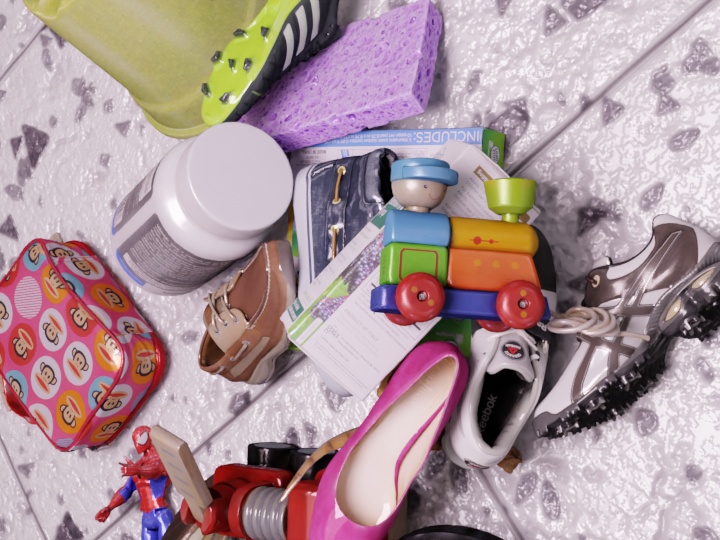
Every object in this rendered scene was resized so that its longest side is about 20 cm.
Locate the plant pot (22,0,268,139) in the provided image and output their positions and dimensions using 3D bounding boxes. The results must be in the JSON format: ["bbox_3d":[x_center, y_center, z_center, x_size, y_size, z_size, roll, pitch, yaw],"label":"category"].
[{"bbox_3d":[-0.194,-0.246,1.075,0.200,0.184,0.201,-16,62,34],"label":"plant pot"}]

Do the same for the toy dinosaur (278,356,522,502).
[{"bbox_3d":[0.034,0.127,0.966,0.106,0.199,0.061,-95,7,-50],"label":"toy dinosaur"}]

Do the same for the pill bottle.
[{"bbox_3d":[-0.143,-0.053,1.064,0.200,0.113,0.114,-28,71,58],"label":"pill bottle"}]

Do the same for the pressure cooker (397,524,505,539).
[{"bbox_3d":[0.070,0.295,0.912,0.175,0.200,0.179,22,122,11],"label":"pressure cooker"}]

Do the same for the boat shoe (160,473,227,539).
[{"bbox_3d":[-0.156,0.284,1.104,0.200,0.076,0.072,-59,15,-25],"label":"boat shoe"}]

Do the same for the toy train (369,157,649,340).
[{"bbox_3d":[0.111,-0.014,0.852,0.199,0.085,0.116,4,85,-7],"label":"toy train"}]

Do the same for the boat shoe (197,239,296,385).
[{"bbox_3d":[-0.102,0.043,1.047,0.200,0.072,0.076,113,153,-51],"label":"boat shoe"}]

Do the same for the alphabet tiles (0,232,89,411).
[{"bbox_3d":[-0.342,0.063,1.300,0.200,0.006,0.167,-36,70,27],"label":"alphabet tiles"}]

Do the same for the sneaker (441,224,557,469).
[{"bbox_3d":[0.119,0.056,0.921,0.074,0.089,0.201,13,80,-7],"label":"sneaker"}]

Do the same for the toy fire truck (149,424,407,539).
[{"bbox_3d":[-0.077,0.190,1.003,0.176,0.200,0.129,2,90,34],"label":"toy fire truck"}]

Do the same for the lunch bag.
[{"bbox_3d":[-0.305,0.085,1.223,0.200,0.082,0.176,49,114,24],"label":"lunch bag"}]

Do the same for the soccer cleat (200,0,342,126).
[{"bbox_3d":[-0.064,-0.200,1.034,0.067,0.081,0.200,30,87,46],"label":"soccer cleat"}]

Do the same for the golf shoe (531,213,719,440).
[{"bbox_3d":[0.195,0.044,0.906,0.200,0.078,0.095,-45,62,13],"label":"golf shoe"}]

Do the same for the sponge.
[{"bbox_3d":[-0.024,-0.165,1.053,0.200,0.030,0.112,-11,53,33],"label":"sponge"}]

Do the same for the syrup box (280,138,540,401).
[{"bbox_3d":[0.036,-0.004,0.921,0.081,0.079,0.200,42,91,-13],"label":"syrup box"}]

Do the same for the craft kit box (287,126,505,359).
[{"bbox_3d":[0.025,-0.022,1.037,0.199,0.048,0.198,4,88,34],"label":"craft kit box"}]

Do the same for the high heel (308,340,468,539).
[{"bbox_3d":[0.020,0.144,0.893,0.067,0.096,0.200,34,82,0],"label":"high heel"}]

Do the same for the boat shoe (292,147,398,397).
[{"bbox_3d":[0.000,0.000,0.985,0.091,0.071,0.201,-14,80,34],"label":"boat shoe"}]

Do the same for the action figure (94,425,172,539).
[{"bbox_3d":[-0.214,0.251,1.158,0.065,0.099,0.201,-17,77,32],"label":"action figure"}]
